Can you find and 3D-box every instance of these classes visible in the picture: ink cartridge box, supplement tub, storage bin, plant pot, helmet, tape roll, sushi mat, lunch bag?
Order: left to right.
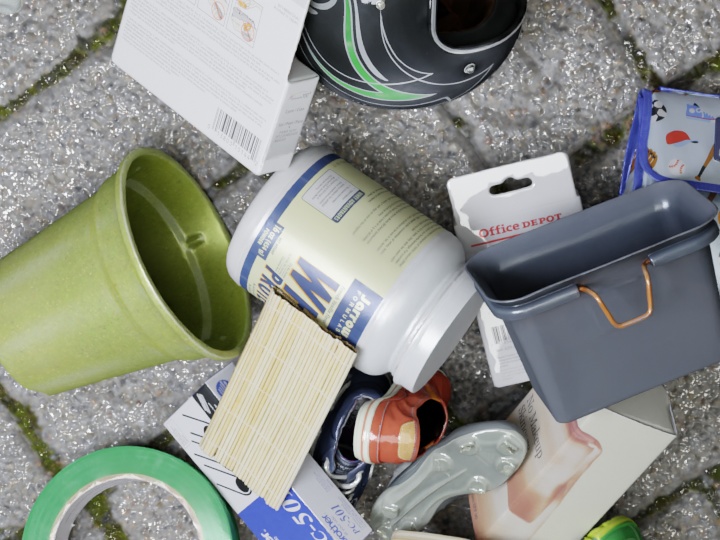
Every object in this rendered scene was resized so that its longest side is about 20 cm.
[{"bbox_3d":[-0.227,0.019,1.601,0.184,0.200,0.200,-24,104,18],"label":"plant pot"},{"bbox_3d":[-0.213,0.265,1.686,0.200,0.048,0.201,-1,81,6],"label":"tape roll"},{"bbox_3d":[-0.116,-0.205,1.523,0.200,0.045,0.176,38,125,29],"label":"ink cartridge box"},{"bbox_3d":[-0.086,0.188,1.660,0.200,0.044,0.094,49,138,3],"label":"ink cartridge box"},{"bbox_3d":[-0.074,0.114,1.575,0.096,0.012,0.200,35,125,13],"label":"sushi mat"},{"bbox_3d":[0.000,0.000,1.577,0.200,0.145,0.145,35,104,11],"label":"supplement tub"},{"bbox_3d":[0.032,-0.228,1.517,0.200,0.200,0.191,-24,124,7],"label":"helmet"},{"bbox_3d":[0.152,-0.008,1.636,0.116,0.067,0.200,-13,105,5],"label":"ink cartridge box"},{"bbox_3d":[0.209,0.033,1.486,0.200,0.146,0.134,-22,111,-3],"label":"storage bin"},{"bbox_3d":[0.312,-0.054,1.596,0.170,0.124,0.200,8,94,-1],"label":"lunch bag"}]

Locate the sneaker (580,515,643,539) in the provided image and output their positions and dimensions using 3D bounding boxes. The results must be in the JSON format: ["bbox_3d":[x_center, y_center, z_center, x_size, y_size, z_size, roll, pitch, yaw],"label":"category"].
[{"bbox_3d":[0.253,0.293,1.668,0.074,0.084,0.200,-39,137,-3],"label":"sneaker"}]

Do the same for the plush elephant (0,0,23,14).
[{"bbox_3d":[-0.330,-0.294,1.522,0.165,0.155,0.200,16,104,-3],"label":"plush elephant"}]

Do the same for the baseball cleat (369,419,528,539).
[{"bbox_3d":[0.081,0.171,1.655,0.070,0.106,0.200,43,127,-14],"label":"baseball cleat"}]

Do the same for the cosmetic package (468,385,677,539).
[{"bbox_3d":[0.184,0.163,1.626,0.087,0.103,0.200,21,125,-21],"label":"cosmetic package"}]

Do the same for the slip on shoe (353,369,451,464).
[{"bbox_3d":[0.050,0.132,1.609,0.061,0.200,0.074,7,99,17],"label":"slip on shoe"}]

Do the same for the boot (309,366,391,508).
[{"bbox_3d":[-0.025,0.184,1.679,0.073,0.090,0.200,16,105,-3],"label":"boot"}]

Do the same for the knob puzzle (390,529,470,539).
[{"bbox_3d":[0.115,0.282,1.673,0.220,0.220,0.030,25,62,-6],"label":"knob puzzle"}]
